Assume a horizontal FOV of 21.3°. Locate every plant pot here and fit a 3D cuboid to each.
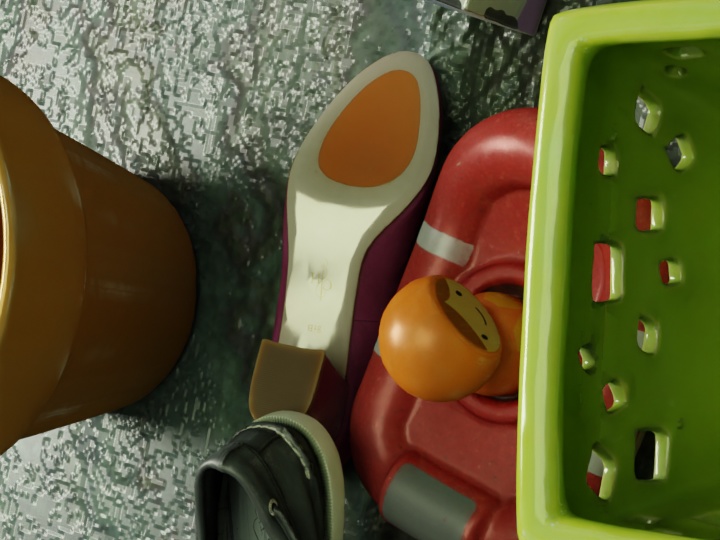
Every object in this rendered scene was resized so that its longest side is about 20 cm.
[{"bbox_3d":[0.185,0.012,0.697,0.198,0.181,0.201,2,87,32],"label":"plant pot"},{"bbox_3d":[-0.181,0.004,0.931,0.198,0.183,0.203,-4,83,32],"label":"plant pot"}]

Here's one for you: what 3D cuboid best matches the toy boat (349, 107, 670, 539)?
[{"bbox_3d":[0.055,0.029,0.808,0.130,0.130,0.202,26,99,31],"label":"toy boat"}]

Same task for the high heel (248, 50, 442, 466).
[{"bbox_3d":[0.000,0.000,0.906,0.067,0.096,0.202,9,71,15],"label":"high heel"}]

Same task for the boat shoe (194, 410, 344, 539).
[{"bbox_3d":[-0.041,0.164,0.811,0.074,0.066,0.202,6,99,31],"label":"boat shoe"}]

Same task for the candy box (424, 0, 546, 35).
[{"bbox_3d":[0.016,-0.221,0.892,0.199,0.071,0.169,25,99,32],"label":"candy box"}]
